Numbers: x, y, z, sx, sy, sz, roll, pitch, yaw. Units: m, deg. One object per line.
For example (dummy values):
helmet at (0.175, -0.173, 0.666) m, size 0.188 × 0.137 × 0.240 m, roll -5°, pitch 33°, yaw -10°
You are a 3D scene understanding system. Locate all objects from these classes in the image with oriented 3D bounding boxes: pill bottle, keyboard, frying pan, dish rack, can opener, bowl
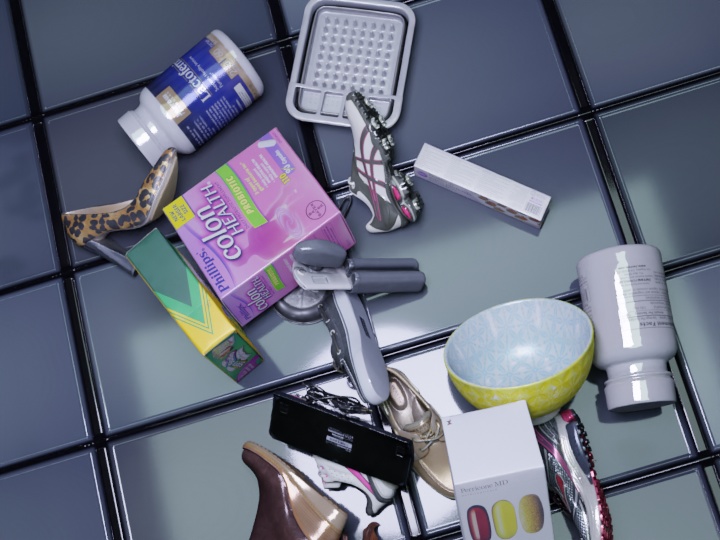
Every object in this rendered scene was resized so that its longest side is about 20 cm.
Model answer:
pill bottle at (0.352, 0.077, 1.432) m, size 0.112 × 0.114 × 0.204 m, roll -7°, pitch 75°, yaw 4°
keyboard at (-0.020, 0.200, 1.409) m, size 0.197 × 0.040 × 0.105 m, roll 19°, pitch 123°, yaw 11°
pill bottle at (-0.246, -0.242, 1.582) m, size 0.199 × 0.116 × 0.116 m, roll -41°, pitch 75°, yaw -5°
frying pan at (-0.052, -0.008, 1.547) m, size 0.190 × 0.031 × 0.115 m, roll -42°, pitch 76°, yaw -2°
dish rack at (-0.011, -0.300, 1.608) m, size 0.169 × 0.044 × 0.203 m, roll 8°, pitch 77°, yaw 9°
can opener at (0.000, 0.000, 1.473) m, size 0.197 × 0.067 × 0.053 m, roll 4°, pitch 42°, yaw -29°
bowl at (0.214, 0.135, 1.425) m, size 0.197 × 0.201 × 0.109 m, roll -18°, pitch 117°, yaw 2°

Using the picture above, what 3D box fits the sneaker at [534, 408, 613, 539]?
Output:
sneaker at (0.274, 0.285, 1.413) m, size 0.074 × 0.081 × 0.203 m, roll -20°, pitch 66°, yaw 16°

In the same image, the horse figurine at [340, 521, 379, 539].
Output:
horse figurine at (-0.039, 0.406, 1.403) m, size 0.200 × 0.050 × 0.132 m, roll -46°, pitch 43°, yaw -7°

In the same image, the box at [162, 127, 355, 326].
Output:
box at (-0.140, -0.061, 1.515) m, size 0.199 × 0.097 × 0.177 m, roll -36°, pitch 62°, yaw -3°

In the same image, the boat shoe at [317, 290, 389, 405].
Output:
boat shoe at (-0.011, 0.105, 1.453) m, size 0.056 × 0.069 × 0.202 m, roll -33°, pitch 43°, yaw 15°

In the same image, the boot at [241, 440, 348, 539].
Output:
boot at (-0.126, 0.334, 1.426) m, size 0.199 × 0.072 × 0.167 m, roll 33°, pitch 84°, yaw 34°

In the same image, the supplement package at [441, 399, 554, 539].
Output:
supplement package at (0.171, 0.276, 1.345) m, size 0.112 × 0.202 × 0.110 m, roll -12°, pitch 38°, yaw 3°

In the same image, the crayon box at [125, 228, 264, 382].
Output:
crayon box at (-0.215, 0.051, 1.458) m, size 0.058 × 0.200 × 0.173 m, roll -40°, pitch 75°, yaw -5°

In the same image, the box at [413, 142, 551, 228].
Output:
box at (0.171, -0.119, 1.542) m, size 0.197 × 0.039 × 0.042 m, roll 24°, pitch 78°, yaw 12°

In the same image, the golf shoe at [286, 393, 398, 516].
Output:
golf shoe at (-0.037, 0.241, 1.456) m, size 0.199 × 0.073 × 0.093 m, roll 34°, pitch 83°, yaw 13°

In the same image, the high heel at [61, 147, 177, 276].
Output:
high heel at (-0.343, -0.109, 1.553) m, size 0.141 × 0.071 × 0.202 m, roll 30°, pitch 109°, yaw 8°

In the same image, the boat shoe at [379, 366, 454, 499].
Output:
boat shoe at (0.081, 0.214, 1.453) m, size 0.072 × 0.065 × 0.201 m, roll -33°, pitch 74°, yaw -3°

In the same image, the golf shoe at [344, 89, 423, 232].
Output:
golf shoe at (0.012, -0.149, 1.529) m, size 0.087 × 0.077 × 0.203 m, roll -23°, pitch 94°, yaw 17°
